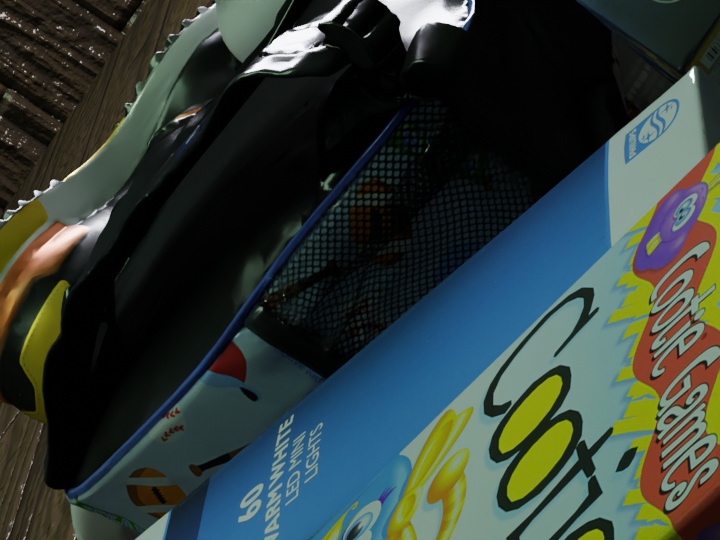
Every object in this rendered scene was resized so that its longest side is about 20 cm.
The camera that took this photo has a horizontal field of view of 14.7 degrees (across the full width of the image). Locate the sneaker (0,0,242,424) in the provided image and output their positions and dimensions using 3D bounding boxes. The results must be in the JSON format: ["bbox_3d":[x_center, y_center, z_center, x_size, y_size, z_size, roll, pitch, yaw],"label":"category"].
[{"bbox_3d":[-0.047,-0.015,0.920,0.200,0.090,0.070,-49,-25,-37],"label":"sneaker"}]

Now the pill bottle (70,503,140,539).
[{"bbox_3d":[-0.019,0.028,0.989,0.112,0.112,0.201,-45,16,45],"label":"pill bottle"}]

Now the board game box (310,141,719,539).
[{"bbox_3d":[0.048,0.085,0.530,0.200,0.103,0.105,-45,19,27],"label":"board game box"}]

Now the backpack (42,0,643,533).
[{"bbox_3d":[0.000,0.000,0.778,0.190,0.154,0.200,-44,14,19],"label":"backpack"}]

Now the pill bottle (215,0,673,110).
[{"bbox_3d":[0.025,-0.093,0.903,0.116,0.199,0.116,-53,12,16],"label":"pill bottle"}]

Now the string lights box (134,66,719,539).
[{"bbox_3d":[0.036,0.060,0.614,0.200,0.103,0.059,-41,24,26],"label":"string lights box"}]

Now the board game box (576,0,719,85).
[{"bbox_3d":[0.137,-0.127,0.687,0.200,0.035,0.135,-55,-19,5],"label":"board game box"}]
